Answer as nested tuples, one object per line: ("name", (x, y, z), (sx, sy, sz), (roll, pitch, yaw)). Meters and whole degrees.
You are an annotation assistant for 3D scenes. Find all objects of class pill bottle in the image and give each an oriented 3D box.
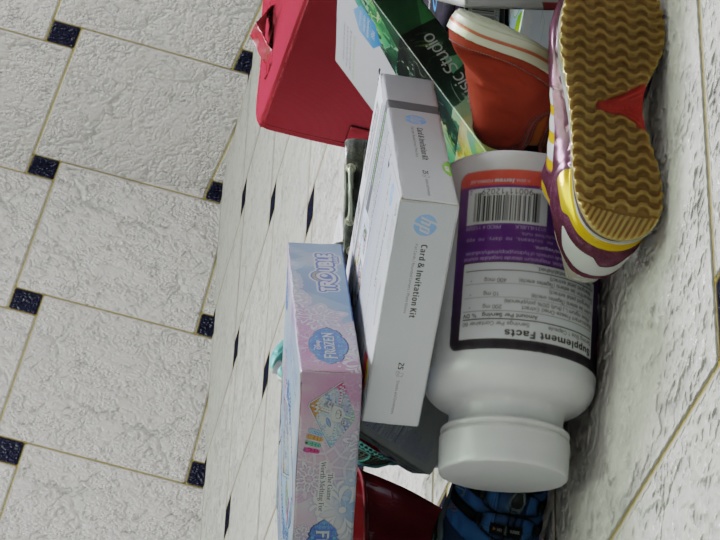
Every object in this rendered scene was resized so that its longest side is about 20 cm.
("pill bottle", (0.097, 0.035, 1.546), (0.111, 0.111, 0.201), (121, 155, -70))

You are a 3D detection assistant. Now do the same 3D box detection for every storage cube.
("storage cube", (0.020, -0.220, 2.043), (0.180, 0.199, 0.171), (115, 163, -44))

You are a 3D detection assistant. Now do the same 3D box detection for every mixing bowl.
("mixing bowl", (0.034, 0.249, 1.779), (0.200, 0.108, 0.201), (-172, 90, -83))

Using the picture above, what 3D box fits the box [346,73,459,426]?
("box", (0.024, -0.018, 1.564), (0.200, 0.041, 0.156), (-95, 13, -64))

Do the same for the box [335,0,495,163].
("box", (0.048, -0.125, 1.762), (0.200, 0.036, 0.144), (53, 163, 21))

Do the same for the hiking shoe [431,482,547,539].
("hiking shoe", (0.090, 0.150, 1.606), (0.087, 0.074, 0.201), (112, 164, -62))

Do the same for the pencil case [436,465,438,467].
("pencil case", (0.070, 0.061, 1.797), (0.200, 0.090, 0.083), (109, -175, -49))

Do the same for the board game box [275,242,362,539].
("board game box", (-0.029, 0.111, 1.598), (0.200, 0.043, 0.200), (-99, 10, -65))

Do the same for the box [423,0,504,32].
("box", (0.075, -0.193, 1.820), (0.200, 0.036, 0.143), (115, 159, -72))

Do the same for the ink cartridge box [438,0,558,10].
("ink cartridge box", (0.065, -0.227, 1.619), (0.200, 0.146, 0.083), (21, 109, 50))

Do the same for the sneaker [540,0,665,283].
("sneaker", (0.141, -0.091, 1.496), (0.090, 0.075, 0.201), (121, 157, -60))

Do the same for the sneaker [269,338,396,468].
("sneaker", (0.030, 0.108, 1.750), (0.078, 0.200, 0.091), (-50, -30, -36))

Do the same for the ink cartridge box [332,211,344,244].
("ink cartridge box", (0.021, 0.062, 2.011), (0.067, 0.117, 0.201), (-100, 20, -68))

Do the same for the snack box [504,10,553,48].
("snack box", (0.131, -0.213, 1.747), (0.142, 0.053, 0.201), (-109, 27, -70))

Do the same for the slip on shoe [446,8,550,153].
("slip on shoe", (0.100, -0.108, 1.567), (0.061, 0.074, 0.200), (-58, -27, -10))

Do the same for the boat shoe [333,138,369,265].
("boat shoe", (0.000, 0.000, 1.794), (0.071, 0.063, 0.201), (-94, 11, -77))

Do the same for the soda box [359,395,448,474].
("soda box", (0.067, 0.039, 1.652), (0.200, 0.063, 0.068), (-59, 4, -7))
